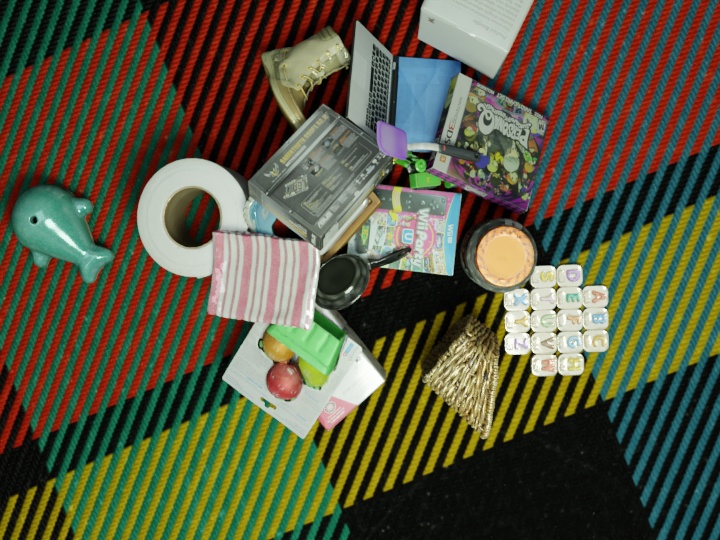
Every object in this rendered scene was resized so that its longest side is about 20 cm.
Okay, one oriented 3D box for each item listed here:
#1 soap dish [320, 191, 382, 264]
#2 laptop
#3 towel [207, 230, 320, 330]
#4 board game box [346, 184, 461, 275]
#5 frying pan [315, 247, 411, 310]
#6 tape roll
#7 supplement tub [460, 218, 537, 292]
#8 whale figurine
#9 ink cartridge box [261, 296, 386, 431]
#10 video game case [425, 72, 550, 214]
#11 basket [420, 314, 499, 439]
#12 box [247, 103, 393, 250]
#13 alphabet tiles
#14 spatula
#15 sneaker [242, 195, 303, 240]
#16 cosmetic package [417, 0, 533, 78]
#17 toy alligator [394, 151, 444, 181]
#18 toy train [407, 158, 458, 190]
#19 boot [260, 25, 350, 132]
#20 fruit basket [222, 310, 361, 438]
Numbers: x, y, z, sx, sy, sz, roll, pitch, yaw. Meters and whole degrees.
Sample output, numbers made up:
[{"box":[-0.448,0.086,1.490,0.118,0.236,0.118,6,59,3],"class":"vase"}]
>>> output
[{"box":[-0.064,-0.137,1.394,0.158,0.081,0.201,-46,69,21],"class":"soap dish"},{"box":[0.079,-0.318,1.375,0.114,0.199,0.192,-8,68,33],"class":"laptop"},{"box":[-0.162,0.015,1.309,0.195,0.030,0.150,7,96,19],"class":"towel"},{"box":[0.079,-0.078,1.437,0.195,0.064,0.152,6,94,2],"class":"board game box"},{"box":[-0.010,-0.008,1.380,0.190,0.031,0.115,-43,133,3],"class":"frying pan"},{"box":[-0.284,-0.093,1.418,0.197,0.139,0.208,0,92,3],"class":"tape roll"},{"box":[0.237,-0.027,1.362,0.119,0.200,0.126,0,92,2],"class":"supplement tub"},{"box":[-0.551,-0.067,1.450,0.200,0.104,0.159,44,93,0],"class":"whale figurine"},{"box":[-0.068,0.164,1.445,0.146,0.083,0.201,-40,90,4],"class":"ink cartridge box"},{"box":[0.226,-0.222,1.386,0.196,0.036,0.185,22,77,-17],"class":"video game case"},{"box":[0.200,0.175,1.374,0.149,0.200,0.143,41,92,3],"class":"basket"},{"box":[-0.063,-0.156,1.293,0.157,0.049,0.201,35,68,13],"class":"box"},{"box":[0.361,0.092,1.454,0.190,0.015,0.206,-1,92,3],"class":"alphabet tiles"},{"box":[0.115,-0.204,1.313,0.195,0.021,0.058,7,71,-19],"class":"spatula"},{"box":[-0.136,-0.043,1.362,0.089,0.202,0.079,20,56,34],"class":"sneaker"},{"box":[0.213,-0.476,1.357,0.165,0.166,0.203,27,90,2],"class":"cosmetic package"},{"box":[0.067,-0.219,1.432,0.196,0.059,0.055,19,93,2],"class":"toy alligator"},{"box":[0.175,-0.177,1.409,0.195,0.042,0.058,-8,94,-19],"class":"toy train"},{"box":[-0.084,-0.342,1.397,0.153,0.073,0.202,-23,52,1],"class":"boot"},{"box":[-0.119,0.161,1.375,0.183,0.094,0.202,34,109,4],"class":"fruit basket"}]
